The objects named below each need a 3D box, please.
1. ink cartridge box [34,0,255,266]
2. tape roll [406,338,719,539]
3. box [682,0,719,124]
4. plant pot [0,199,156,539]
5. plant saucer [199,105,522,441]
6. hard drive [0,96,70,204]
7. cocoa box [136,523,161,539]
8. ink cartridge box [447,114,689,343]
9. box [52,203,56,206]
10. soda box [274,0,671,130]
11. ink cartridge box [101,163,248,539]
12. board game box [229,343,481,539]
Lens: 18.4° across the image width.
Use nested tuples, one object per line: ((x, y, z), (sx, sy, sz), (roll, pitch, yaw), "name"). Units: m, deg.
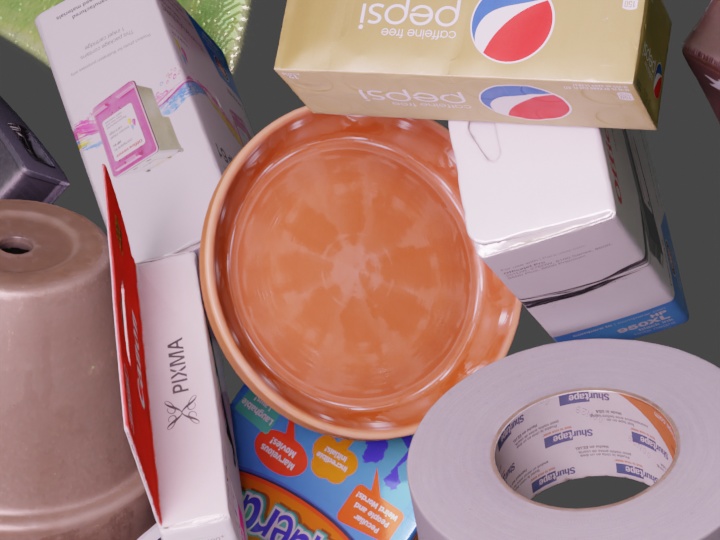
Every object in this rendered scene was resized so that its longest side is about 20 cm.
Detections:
((-0.116, -0.069, 1.407), (0.084, 0.145, 0.201), (-25, 66, 10), "ink cartridge box")
((0.127, 0.123, 1.236), (0.198, 0.067, 0.201), (-7, 35, 5), "tape roll")
((0.314, -0.141, 1.257), (0.165, 0.164, 0.201), (33, 87, 26), "box")
((-0.207, 0.060, 1.321), (0.199, 0.200, 0.176), (23, 123, 25), "plant pot")
((0.000, 0.000, 1.305), (0.199, 0.032, 0.202), (4, 78, -21), "plant saucer")
((-0.291, -0.076, 1.422), (0.135, 0.042, 0.200), (-46, 63, -1), "hard drive")
((-0.066, 0.253, 1.259), (0.199, 0.133, 0.132), (17, 124, 28), "cocoa box")
((0.118, -0.053, 1.283), (0.084, 0.200, 0.146), (-16, 68, 15), "ink cartridge box")
((-0.293, 0.020, 1.471), (0.095, 0.100, 0.201), (20, 80, 25), "box")
((0.059, -0.119, 1.178), (0.198, 0.068, 0.065), (4, 74, 20), "soda box")
((-0.101, 0.064, 1.232), (0.043, 0.174, 0.201), (-10, 47, -1), "ink cartridge box")
((-0.015, 0.120, 1.362), (0.152, 0.045, 0.201), (32, 87, 26), "board game box")
